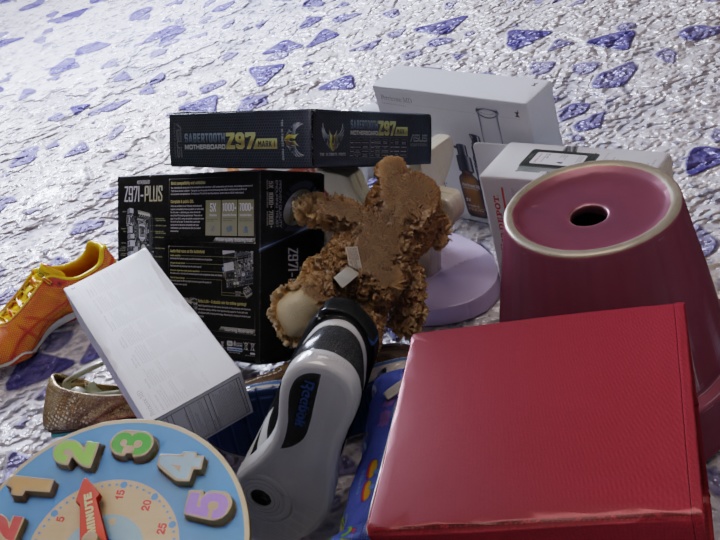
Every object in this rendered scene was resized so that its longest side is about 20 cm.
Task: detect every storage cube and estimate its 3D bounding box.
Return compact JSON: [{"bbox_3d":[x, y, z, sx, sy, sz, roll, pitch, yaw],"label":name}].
[{"bbox_3d":[0.121,0.146,0.645,0.177,0.173,0.201,-8,33,17],"label":"storage cube"}]

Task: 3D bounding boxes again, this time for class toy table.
[{"bbox_3d":[0.040,-0.038,1.020,0.198,0.118,0.184,7,39,36],"label":"toy table"}]

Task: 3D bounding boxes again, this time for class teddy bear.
[{"bbox_3d":[0.000,0.000,0.872,0.143,0.067,0.202,20,60,-10],"label":"teddy bear"}]

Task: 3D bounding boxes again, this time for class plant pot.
[{"bbox_3d":[0.184,0.027,0.789,0.197,0.181,0.201,-11,32,7],"label":"plant pot"}]

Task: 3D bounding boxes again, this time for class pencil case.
[{"bbox_3d":[0.026,0.152,0.761,0.077,0.088,0.201,-1,36,18],"label":"pencil case"}]

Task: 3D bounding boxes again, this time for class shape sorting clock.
[{"bbox_3d":[-0.167,0.183,0.683,0.197,0.039,0.202,-9,49,10],"label":"shape sorting clock"}]

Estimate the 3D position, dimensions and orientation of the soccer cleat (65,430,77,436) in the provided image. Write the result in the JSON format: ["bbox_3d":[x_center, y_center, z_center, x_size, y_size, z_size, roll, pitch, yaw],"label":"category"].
[{"bbox_3d":[-0.194,0.162,0.864,0.068,0.074,0.199,-37,37,-30],"label":"soccer cleat"}]

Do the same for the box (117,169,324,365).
[{"bbox_3d":[-0.132,-0.007,0.973,0.198,0.167,0.085,1,3,40],"label":"box"}]

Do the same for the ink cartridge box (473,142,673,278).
[{"bbox_3d":[0.183,-0.048,0.966,0.198,0.117,0.068,9,38,37],"label":"ink cartridge box"}]

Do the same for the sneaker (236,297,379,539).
[{"bbox_3d":[-0.032,0.107,0.780,0.072,0.201,0.112,25,38,0],"label":"sneaker"}]

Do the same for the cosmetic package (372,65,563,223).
[{"bbox_3d":[0.115,-0.126,1.085,0.198,0.152,0.052,15,43,42],"label":"cosmetic package"}]

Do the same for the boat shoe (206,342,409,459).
[{"bbox_3d":[-0.036,0.106,0.888,0.197,0.073,0.073,-8,26,-4],"label":"boat shoe"}]

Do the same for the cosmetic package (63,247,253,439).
[{"bbox_3d":[-0.169,0.064,0.866,0.082,0.051,0.200,-26,41,-18],"label":"cosmetic package"}]

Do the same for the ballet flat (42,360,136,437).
[{"bbox_3d":[-0.199,0.107,0.947,0.197,0.066,0.070,-8,1,11],"label":"ballet flat"}]

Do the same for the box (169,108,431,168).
[{"bbox_3d":[-0.048,-0.117,0.946,0.156,0.052,0.199,5,9,33],"label":"box"}]

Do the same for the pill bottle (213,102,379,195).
[{"bbox_3d":[-0.062,-0.116,1.194,0.197,0.113,0.112,-20,32,-6],"label":"pill bottle"}]

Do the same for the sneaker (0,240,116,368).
[{"bbox_3d":[-0.349,0.036,1.133,0.072,0.078,0.200,19,48,41],"label":"sneaker"}]
